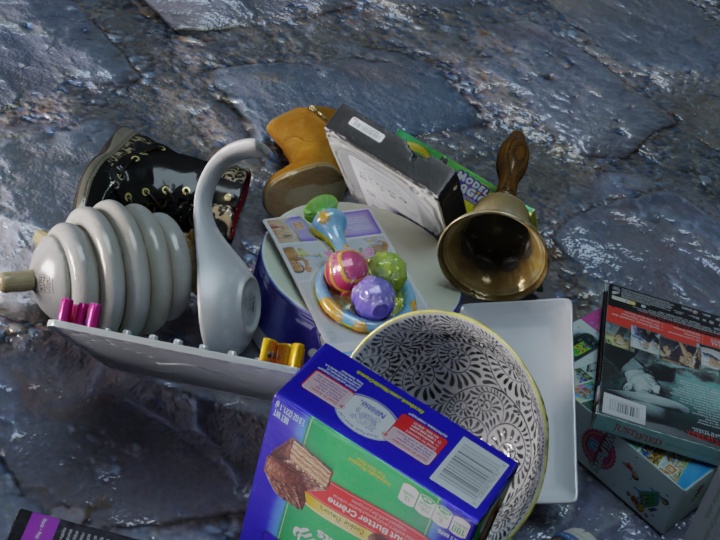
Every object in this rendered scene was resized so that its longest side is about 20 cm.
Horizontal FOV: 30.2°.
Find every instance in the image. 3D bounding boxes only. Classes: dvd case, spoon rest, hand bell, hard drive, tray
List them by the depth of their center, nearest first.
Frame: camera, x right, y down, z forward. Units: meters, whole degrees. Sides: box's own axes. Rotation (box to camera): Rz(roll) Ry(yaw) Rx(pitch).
[{"bbox_3d":[0.138,0.117,1.186,0.106,0.022,0.202,-4,57,13],"label":"tray"},{"bbox_3d":[-0.120,-0.016,1.195,0.060,0.202,0.099,2,-10,16],"label":"spoon rest"},{"bbox_3d":[0.288,0.094,1.231,0.145,0.022,0.201,16,35,2],"label":"dvd case"},{"bbox_3d":[0.138,-0.073,1.285,0.103,0.105,0.201,16,40,0],"label":"hand bell"},{"bbox_3d":[0.043,-0.076,1.331,0.139,0.200,0.038,33,78,20],"label":"hard drive"}]

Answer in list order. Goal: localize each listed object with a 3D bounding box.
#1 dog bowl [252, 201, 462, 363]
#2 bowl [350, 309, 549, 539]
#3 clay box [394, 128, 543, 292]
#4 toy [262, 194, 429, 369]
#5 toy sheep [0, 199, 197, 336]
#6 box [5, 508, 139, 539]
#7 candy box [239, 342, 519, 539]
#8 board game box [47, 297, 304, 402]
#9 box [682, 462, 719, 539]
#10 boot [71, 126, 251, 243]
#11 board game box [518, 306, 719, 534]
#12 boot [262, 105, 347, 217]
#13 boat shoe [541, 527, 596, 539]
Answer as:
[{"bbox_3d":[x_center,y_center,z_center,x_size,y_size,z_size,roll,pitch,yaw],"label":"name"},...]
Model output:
[{"bbox_3d":[-0.006,0.024,1.267,0.198,0.079,0.201,11,37,-8],"label":"dog bowl"},{"bbox_3d":[0.081,0.134,1.101,0.200,0.202,0.094,39,18,27],"label":"bowl"},{"bbox_3d":[0.115,-0.059,1.388,0.199,0.115,0.048,32,77,21],"label":"clay box"},{"bbox_3d":[0.000,0.000,1.194,0.114,0.048,0.201,-7,42,-25],"label":"toy"},{"bbox_3d":[-0.223,0.001,1.177,0.198,0.139,0.138,-13,45,-31],"label":"toy sheep"},{"bbox_3d":[-0.171,0.256,0.947,0.198,0.036,0.144,14,38,-1],"label":"box"},{"bbox_3d":[0.004,0.182,0.967,0.168,0.201,0.077,30,42,18],"label":"candy box"},{"bbox_3d":[-0.127,0.070,1.068,0.198,0.200,0.026,11,78,7],"label":"board game box"},{"bbox_3d":[0.379,0.239,1.037,0.170,0.200,0.201,-4,40,-25],"label":"box"},{"bbox_3d":[-0.196,-0.065,1.319,0.149,0.074,0.201,15,31,0],"label":"boot"},{"bbox_3d":[0.255,0.131,1.242,0.147,0.065,0.200,-23,52,-39],"label":"board game box"},{"bbox_3d":[-0.063,-0.121,1.451,0.200,0.071,0.144,-17,42,-40],"label":"boot"},{"bbox_3d":[0.190,0.285,1.024,0.072,0.073,0.200,-13,36,-27],"label":"boat shoe"}]
